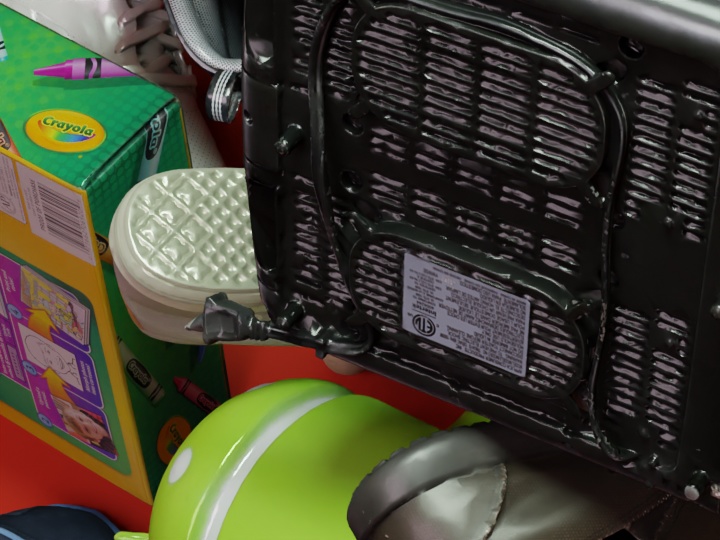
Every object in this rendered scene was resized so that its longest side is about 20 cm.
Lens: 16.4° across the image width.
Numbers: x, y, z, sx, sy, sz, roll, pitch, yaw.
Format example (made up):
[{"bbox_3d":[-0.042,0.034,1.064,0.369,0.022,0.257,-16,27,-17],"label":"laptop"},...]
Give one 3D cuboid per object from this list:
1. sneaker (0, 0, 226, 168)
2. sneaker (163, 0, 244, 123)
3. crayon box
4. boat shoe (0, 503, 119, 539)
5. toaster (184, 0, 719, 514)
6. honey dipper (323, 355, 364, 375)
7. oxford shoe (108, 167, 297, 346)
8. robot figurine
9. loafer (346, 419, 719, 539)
[{"bbox_3d":[-0.098,-0.115,1.023,0.116,0.074,0.200,-49,67,27],"label":"sneaker"},{"bbox_3d":[-0.018,-0.148,0.943,0.075,0.114,0.201,14,101,20],"label":"sneaker"},{"bbox_3d":[-0.121,-0.007,0.984,0.119,0.058,0.200,28,148,25],"label":"crayon box"},{"bbox_3d":[-0.101,0.171,1.018,0.200,0.069,0.084,34,111,42],"label":"boat shoe"},{"bbox_3d":[0.055,-0.046,0.754,0.200,0.119,0.181,21,133,23],"label":"toaster"},{"bbox_3d":[0.068,0.045,0.952,0.200,0.038,0.038,8,97,34],"label":"honey dipper"},{"bbox_3d":[0.000,0.000,0.921,0.058,0.199,0.075,127,141,-56],"label":"oxford shoe"},{"bbox_3d":[0.008,0.111,0.899,0.200,0.175,0.116,23,138,34],"label":"robot figurine"},{"bbox_3d":[0.094,0.081,0.818,0.073,0.199,0.072,115,138,-58],"label":"loafer"}]
